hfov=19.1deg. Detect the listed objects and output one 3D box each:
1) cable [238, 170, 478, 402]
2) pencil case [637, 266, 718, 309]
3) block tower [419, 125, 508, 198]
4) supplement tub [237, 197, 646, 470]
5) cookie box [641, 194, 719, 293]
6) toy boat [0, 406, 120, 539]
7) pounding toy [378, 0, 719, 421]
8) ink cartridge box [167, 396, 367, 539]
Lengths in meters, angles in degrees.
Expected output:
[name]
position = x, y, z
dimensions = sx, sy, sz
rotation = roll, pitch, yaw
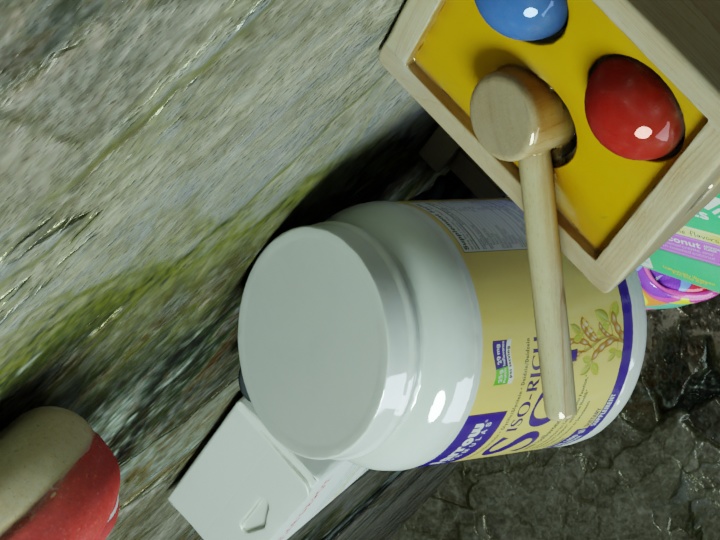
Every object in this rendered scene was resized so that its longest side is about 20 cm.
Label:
[cable]
position = 0.000, 0.000, 1.311
dimensions = 0.200, 0.051, 0.163
rotation = -44, 167, 13
[pencil case]
position = 0.168, -0.010, 1.446
dimensions = 0.088, 0.089, 0.200
rotation = -40, -170, -25
[block tower]
position = 0.121, -0.106, 1.307
dimensions = 0.200, 0.058, 0.054
rotation = -35, 167, -43
[supplement tub]
position = 0.046, 0.033, 1.184
dimensions = 0.199, 0.146, 0.146
rotation = -4, 145, -42
[cookie box]
position = 0.190, -0.069, 1.201
dimensions = 0.075, 0.170, 0.200
rotation = -59, 152, -21
[toy boat]
position = -0.151, 0.154, 1.029
dimensions = 0.130, 0.131, 0.200
rotation = -42, 171, -15
[pounding toy]
position = 0.103, -0.074, 0.953
dimensions = 0.142, 0.184, 0.200
rotation = -38, 170, -30
[ink cartridge box]
position = -0.028, 0.111, 1.543
dimensions = 0.200, 0.085, 0.145
rotation = -38, 169, -43
